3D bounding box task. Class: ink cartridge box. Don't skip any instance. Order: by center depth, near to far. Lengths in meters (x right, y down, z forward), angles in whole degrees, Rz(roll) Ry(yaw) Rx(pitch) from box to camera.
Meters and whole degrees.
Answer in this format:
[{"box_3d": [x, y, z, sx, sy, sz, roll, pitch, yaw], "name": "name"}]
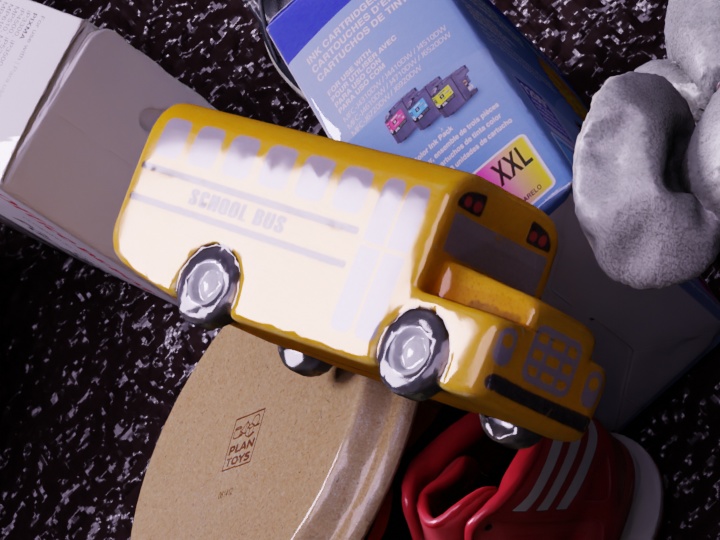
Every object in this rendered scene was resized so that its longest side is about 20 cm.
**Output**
[{"box_3d": [0.047, -0.048, 1.046, 0.076, 0.136, 0.200, -41, 49, 11], "name": "ink cartridge box"}, {"box_3d": [-0.157, -0.069, 1.206, 0.199, 0.147, 0.083, 23, 81, 43], "name": "ink cartridge box"}]

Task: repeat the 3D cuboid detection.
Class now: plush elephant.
[{"box_3d": [0.157, -0.045, 0.913, 0.164, 0.200, 0.156, -12, 46, 24], "name": "plush elephant"}]

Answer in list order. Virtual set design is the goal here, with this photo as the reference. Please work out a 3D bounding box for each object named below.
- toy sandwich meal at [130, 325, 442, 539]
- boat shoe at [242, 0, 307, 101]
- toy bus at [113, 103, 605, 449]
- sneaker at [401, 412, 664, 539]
[{"box_3d": [-0.019, 0.078, 1.035, 0.205, 0.070, 0.206, -44, 30, 33], "name": "toy sandwich meal"}, {"box_3d": [-0.031, -0.145, 1.209, 0.074, 0.062, 0.201, -37, 51, 13], "name": "boat shoe"}, {"box_3d": [0.000, 0.000, 0.926, 0.199, 0.065, 0.079, 16, 83, 46], "name": "toy bus"}, {"box_3d": [0.034, 0.136, 0.972, 0.078, 0.115, 0.201, 7, 71, 39], "name": "sneaker"}]
